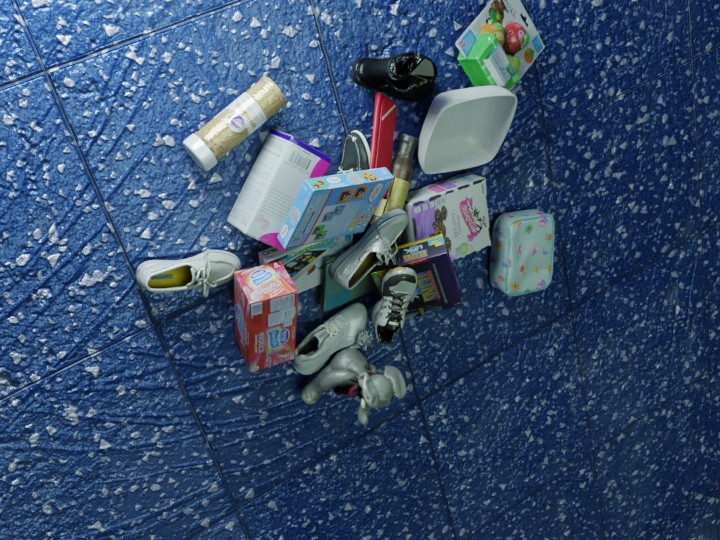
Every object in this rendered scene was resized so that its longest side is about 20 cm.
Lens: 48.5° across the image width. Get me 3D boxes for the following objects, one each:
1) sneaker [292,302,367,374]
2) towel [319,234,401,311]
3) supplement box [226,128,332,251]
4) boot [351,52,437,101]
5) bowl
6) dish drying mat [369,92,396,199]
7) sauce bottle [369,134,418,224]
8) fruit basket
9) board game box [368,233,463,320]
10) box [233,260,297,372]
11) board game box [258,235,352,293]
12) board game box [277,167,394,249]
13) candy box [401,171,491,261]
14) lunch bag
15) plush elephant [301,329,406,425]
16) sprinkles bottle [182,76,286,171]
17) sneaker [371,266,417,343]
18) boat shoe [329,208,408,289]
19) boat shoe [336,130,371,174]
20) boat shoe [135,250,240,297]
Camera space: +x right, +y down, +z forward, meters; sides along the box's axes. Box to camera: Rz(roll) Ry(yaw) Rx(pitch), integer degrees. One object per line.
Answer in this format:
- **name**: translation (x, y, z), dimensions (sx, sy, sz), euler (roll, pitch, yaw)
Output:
- **sneaker**: translation (-0.062, 0.140, 1.691), dimensions (0.200, 0.074, 0.087), euler (-43, 160, -13)
- **towel**: translation (0.000, 0.000, 1.692), dimensions (0.199, 0.022, 0.147), euler (-24, 140, -30)
- **supplement box**: translation (-0.157, -0.153, 1.528), dimensions (0.101, 0.103, 0.201), euler (25, 93, -36)
- **boot**: translation (0.101, -0.375, 1.558), dimensions (0.199, 0.168, 0.077), euler (5, 99, -32)
- **bowl**: translation (0.212, -0.306, 1.674), dimensions (0.198, 0.075, 0.201), euler (-14, 146, -23)
- **dish drying mat**: translation (0.046, -0.250, 1.608), dimensions (0.077, 0.018, 0.202), euler (22, 70, -59)
- **sauce bottle**: translation (0.075, -0.184, 1.674), dimensions (0.064, 0.065, 0.201), euler (18, 91, -34)
- **fruit basket**: translation (0.305, -0.476, 1.692), dimensions (0.200, 0.094, 0.185), euler (-48, 124, -11)
- **board game box**: translation (0.121, 0.022, 1.706), dimensions (0.164, 0.057, 0.200), euler (-15, 142, 9)
- **box**: translation (-0.187, 0.092, 1.562), dimensions (0.099, 0.096, 0.201), euler (-14, 137, -21)
- **board game box**: translation (-0.108, -0.017, 1.623), dimensions (0.199, 0.035, 0.127), euler (-23, 139, -22)
- **board game box**: translation (-0.046, -0.118, 1.501), dimensions (0.199, 0.037, 0.152), euler (-13, 147, -40)
- **candy box**: translation (0.186, -0.107, 1.766), dimensions (0.199, 0.071, 0.169), euler (-21, 118, -22)
- **lunch bag**: translation (0.390, -0.042, 1.910), dimensions (0.159, 0.077, 0.201), euler (-12, 114, -28)
- **plush elephant**: translation (0.005, 0.248, 1.696), dimensions (0.164, 0.155, 0.200), euler (3, 130, -47)
- **sprinkles bottle**: translation (-0.230, -0.270, 1.463), dimensions (0.200, 0.068, 0.068), euler (-43, 123, -11)
- **sneaker**: translation (0.075, 0.077, 1.650), dimensions (0.075, 0.088, 0.201), euler (4, 140, -9)
- **boat shoe**: translation (0.035, -0.036, 1.601), dimensions (0.202, 0.086, 0.075), euler (-41, 142, -11)
- **boat shoe**: translation (-0.016, -0.181, 1.618), dimensions (0.060, 0.075, 0.201), euler (-20, 116, -30)
- **boat shoe**: translation (-0.311, 0.008, 1.495), dimensions (0.201, 0.086, 0.075), euler (-4, 110, -29)
